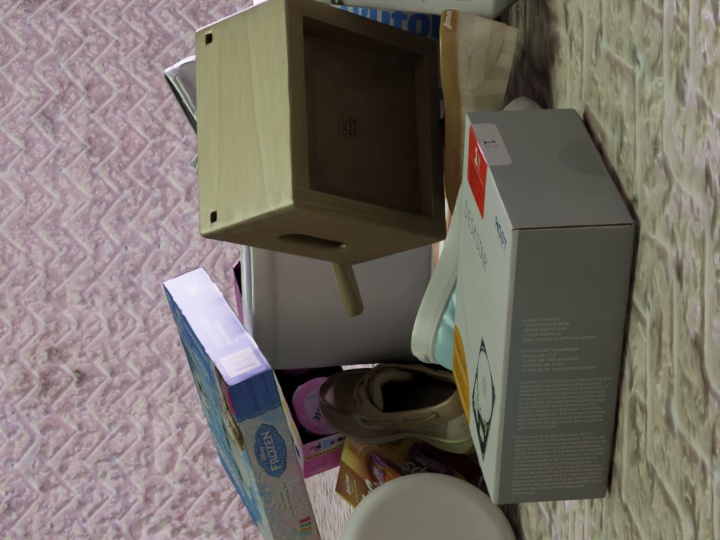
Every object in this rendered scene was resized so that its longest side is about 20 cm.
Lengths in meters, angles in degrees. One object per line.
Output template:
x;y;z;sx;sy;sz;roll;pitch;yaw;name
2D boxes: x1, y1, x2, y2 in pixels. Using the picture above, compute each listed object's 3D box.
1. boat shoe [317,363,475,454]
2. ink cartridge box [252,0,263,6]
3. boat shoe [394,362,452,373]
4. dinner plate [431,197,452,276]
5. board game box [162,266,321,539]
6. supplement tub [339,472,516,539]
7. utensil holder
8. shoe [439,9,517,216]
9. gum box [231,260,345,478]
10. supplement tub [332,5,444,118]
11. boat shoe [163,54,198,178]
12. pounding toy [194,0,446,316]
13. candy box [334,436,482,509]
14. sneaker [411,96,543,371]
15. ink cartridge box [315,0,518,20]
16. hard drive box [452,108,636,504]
0.029;0.104;1.551;0.200;0.065;0.072;7;57;49;boat shoe
-0.004;-0.296;1.606;0.200;0.075;0.165;-38;36;23;ink cartridge box
0.055;0.075;1.751;0.068;0.072;0.200;111;151;-61;boat shoe
0.094;-0.021;1.433;0.200;0.024;0.200;-174;90;-74;dinner plate
-0.097;0.126;1.555;0.200;0.043;0.199;-131;22;-59;board game box
0.046;0.255;1.527;0.200;0.144;0.145;107;160;-70;supplement tub
0.000;0.000;1.603;0.170;0.200;0.170;177;90;-84;utensil holder
0.085;-0.104;1.327;0.200;0.053;0.070;84;-175;-52;shoe
-0.061;0.084;1.774;0.114;0.066;0.200;91;157;-68;gum box
0.041;-0.231;1.460;0.132;0.132;0.200;-103;11;-58;supplement tub
-0.128;-0.109;1.751;0.072;0.068;0.200;160;89;-78;boat shoe
-0.027;-0.078;1.379;0.142;0.200;0.184;-15;72;42;pounding toy
0.040;0.192;1.697;0.117;0.056;0.200;42;157;13;candy box
0.106;-0.018;1.303;0.074;0.082;0.200;-11;-59;-66;sneaker
0.015;-0.265;1.321;0.084;0.200;0.145;-42;-44;-59;ink cartridge box
0.111;0.021;1.173;0.156;0.077;0.200;-104;14;-60;hard drive box
